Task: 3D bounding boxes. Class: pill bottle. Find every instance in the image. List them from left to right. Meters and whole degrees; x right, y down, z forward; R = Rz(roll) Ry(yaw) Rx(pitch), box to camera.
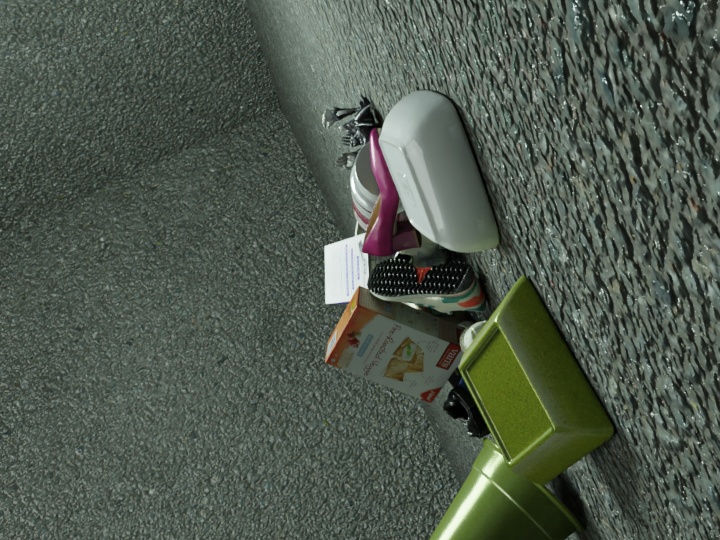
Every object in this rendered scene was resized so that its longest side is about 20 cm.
[{"bbox_3d":[0.040,-0.133,1.212,0.200,0.113,0.115,85,161,-77],"label":"pill bottle"}]

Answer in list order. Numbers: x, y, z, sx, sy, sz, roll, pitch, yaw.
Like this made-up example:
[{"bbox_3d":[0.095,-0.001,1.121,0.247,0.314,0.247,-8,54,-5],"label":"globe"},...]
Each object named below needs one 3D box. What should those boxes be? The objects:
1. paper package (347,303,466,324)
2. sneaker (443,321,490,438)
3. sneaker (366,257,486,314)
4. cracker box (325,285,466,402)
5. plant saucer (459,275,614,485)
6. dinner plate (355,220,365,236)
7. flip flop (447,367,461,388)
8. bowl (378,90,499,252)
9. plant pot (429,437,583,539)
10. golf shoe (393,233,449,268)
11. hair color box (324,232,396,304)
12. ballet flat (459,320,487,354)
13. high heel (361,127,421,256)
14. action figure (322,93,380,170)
[{"bbox_3d":[0.073,0.059,1.372,0.191,0.102,0.202,-52,50,42],"label":"paper package"},{"bbox_3d":[0.175,0.179,1.228,0.077,0.110,0.201,79,167,-56],"label":"sneaker"},{"bbox_3d":[0.101,0.035,1.145,0.198,0.071,0.094,0,145,39],"label":"sneaker"},{"bbox_3d":[0.058,0.123,1.218,0.058,0.198,0.135,-85,19,-54],"label":"cracker box"},{"bbox_3d":[0.187,0.143,0.890,0.201,0.047,0.201,64,157,24],"label":"plant saucer"},{"bbox_3d":[0.025,-0.071,1.559,0.200,0.024,0.203,5,-90,-67],"label":"dinner plate"},{"bbox_3d":[0.191,0.177,1.394,0.202,0.081,0.058,60,-170,7],"label":"flip flop"},{"bbox_3d":[0.090,-0.118,0.949,0.200,0.074,0.202,-129,15,-70],"label":"bowl"},{"bbox_3d":[0.204,0.398,1.156,0.200,0.190,0.200,44,172,8],"label":"plant pot"},{"bbox_3d":[0.093,-0.033,1.222,0.079,0.096,0.200,63,176,20],"label":"golf shoe"},{"bbox_3d":[0.000,0.000,1.305,0.200,0.064,0.111,168,101,-67],"label":"hair color box"},{"bbox_3d":[0.186,0.113,1.023,0.076,0.068,0.200,52,180,-36],"label":"ballet flat"},{"bbox_3d":[0.020,-0.104,1.072,0.068,0.095,0.202,-72,-32,-56],"label":"high heel"},{"bbox_3d":[-0.013,-0.244,1.384,0.200,0.101,0.121,80,177,-80],"label":"action figure"}]
